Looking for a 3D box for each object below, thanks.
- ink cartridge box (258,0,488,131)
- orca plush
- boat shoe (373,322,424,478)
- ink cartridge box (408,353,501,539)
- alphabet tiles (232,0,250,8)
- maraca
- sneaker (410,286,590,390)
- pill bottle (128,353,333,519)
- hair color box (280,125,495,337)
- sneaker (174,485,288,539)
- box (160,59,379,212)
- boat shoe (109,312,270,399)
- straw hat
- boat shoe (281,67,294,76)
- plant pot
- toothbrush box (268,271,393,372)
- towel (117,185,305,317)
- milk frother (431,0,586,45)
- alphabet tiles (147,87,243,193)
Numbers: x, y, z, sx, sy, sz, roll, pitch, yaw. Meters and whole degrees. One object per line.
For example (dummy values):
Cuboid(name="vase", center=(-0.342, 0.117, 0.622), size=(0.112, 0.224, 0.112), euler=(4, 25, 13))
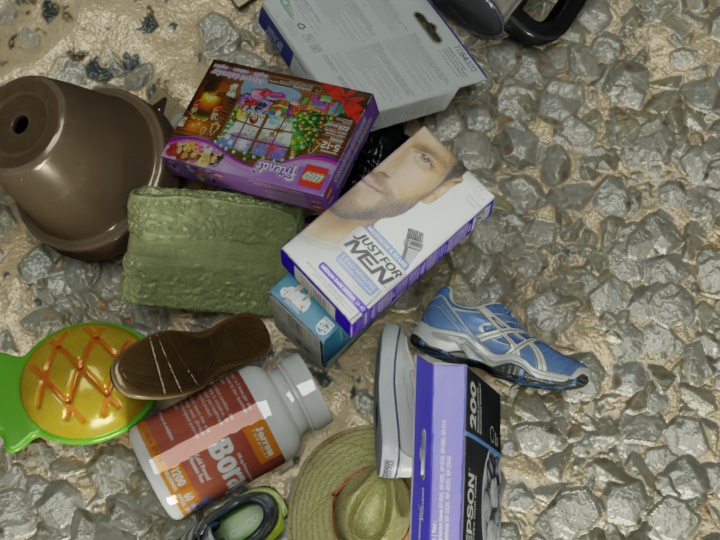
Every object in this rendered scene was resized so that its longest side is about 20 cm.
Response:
Cuboid(name="ink cartridge box", center=(0.014, -0.252, 1.686), size=(0.200, 0.043, 0.196), euler=(-17, 60, -28))
Cuboid(name="orca plush", center=(-0.004, -0.137, 1.667), size=(0.105, 0.071, 0.200), euler=(32, 76, 9))
Cuboid(name="boat shoe", center=(0.049, 0.140, 1.562), size=(0.065, 0.074, 0.200), euler=(4, 49, -5))
Cuboid(name="ink cartridge box", center=(0.101, 0.201, 1.500), size=(0.043, 0.200, 0.198), euler=(-4, 72, 21))
Cuboid(name="alphabet tiles", center=(-0.165, -0.419, 1.778), size=(0.167, 0.008, 0.200), euler=(-35, 76, -10))
Cuboid(name="maraca", center=(-0.314, 0.125, 1.571), size=(0.200, 0.107, 0.137), euler=(-13, 65, -6))
Cuboid(name="sneaker", center=(0.159, 0.078, 1.599), size=(0.200, 0.076, 0.077), euler=(19, 79, 5))
Cuboid(name="pill bottle", center=(-0.136, 0.171, 1.554), size=(0.200, 0.112, 0.112), euler=(-28, 75, -7))
Cuboid(name="hair color box", center=(0.028, -0.040, 1.492), size=(0.200, 0.065, 0.109), euler=(-41, 78, -13))
Cuboid(name="sneaker", center=(-0.166, 0.294, 1.533), size=(0.200, 0.081, 0.074), euler=(-41, 77, -8))
Cuboid(name="box", center=(-0.097, -0.147, 1.570), size=(0.200, 0.039, 0.137), euler=(15, 65, 22))
Cuboid(name="boat shoe", center=(-0.189, 0.098, 1.557), size=(0.200, 0.072, 0.072), euler=(-21, 84, -43))
Cuboid(name="straw hat", center=(0.014, 0.254, 1.542), size=(0.201, 0.085, 0.201), euler=(0, 73, 1))
Cuboid(name="boat shoe", center=(-0.082, -0.140, 1.675), size=(0.074, 0.060, 0.200), euler=(-8, 62, 40))
Cuboid(name="plant pot", center=(-0.321, -0.129, 1.585), size=(0.200, 0.175, 0.200), euler=(-8, 69, 22))
Cuboid(name="toothbrush box", center=(0.000, 0.000, 1.588), size=(0.085, 0.146, 0.200), euler=(42, 77, 11))
Cuboid(name="towel", center=(-0.160, -0.021, 1.592), size=(0.200, 0.036, 0.149), euler=(3, 115, -19))
Cuboid(name="milk frother", center=(0.198, -0.373, 1.672), size=(0.180, 0.200, 0.188), euler=(35, 77, 6))
Cuboid(name="alphabet tiles", center=(-0.187, -0.110, 1.648), size=(0.200, 0.008, 0.167), euler=(40, 103, 19))
